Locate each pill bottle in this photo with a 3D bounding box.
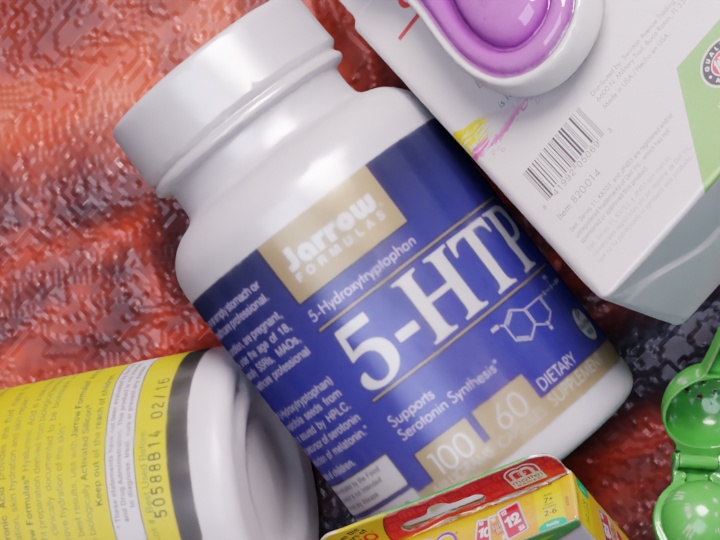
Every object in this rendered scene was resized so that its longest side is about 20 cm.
[{"bbox_3d":[0.000,0.000,0.913,0.120,0.120,0.200,-38,90,17],"label":"pill bottle"},{"bbox_3d":[-0.126,0.101,0.967,0.200,0.111,0.112,-11,97,15],"label":"pill bottle"}]

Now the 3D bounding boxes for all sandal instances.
[{"bbox_3d":[0.013,-0.141,0.864,0.203,0.050,0.083,43,105,33],"label":"sandal"}]

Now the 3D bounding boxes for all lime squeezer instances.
[{"bbox_3d":[0.134,0.078,0.880,0.038,0.071,0.200,2,97,-22],"label":"lime squeezer"}]

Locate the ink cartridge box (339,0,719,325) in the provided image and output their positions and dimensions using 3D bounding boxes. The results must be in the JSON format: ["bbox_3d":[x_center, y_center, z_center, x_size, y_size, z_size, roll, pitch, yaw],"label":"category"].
[{"bbox_3d":[0.080,-0.091,0.882,0.117,0.067,0.200,-49,59,17],"label":"ink cartridge box"}]

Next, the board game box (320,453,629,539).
[{"bbox_3d":[0.070,0.137,0.902,0.095,0.030,0.200,-23,136,17],"label":"board game box"}]
